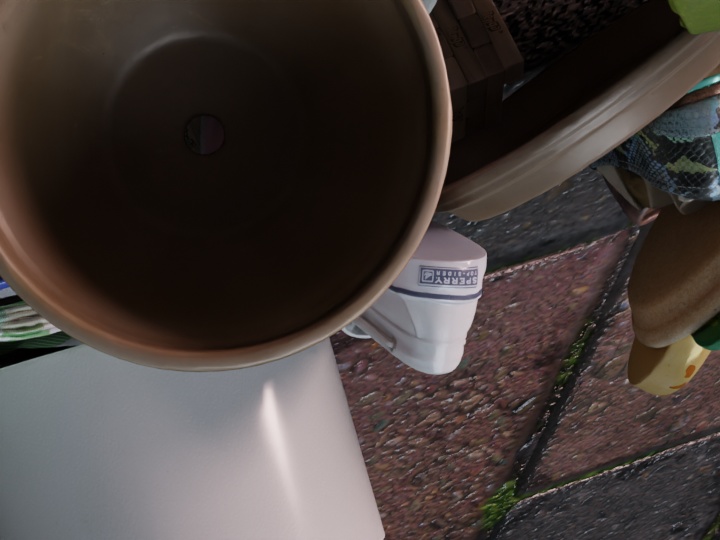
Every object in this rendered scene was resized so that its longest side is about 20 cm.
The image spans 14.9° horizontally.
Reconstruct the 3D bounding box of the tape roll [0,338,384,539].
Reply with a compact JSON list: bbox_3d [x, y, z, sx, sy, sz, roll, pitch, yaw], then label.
[{"bbox_3d":[-0.101,0.099,1.407,0.203,0.139,0.203,-16,178,0],"label":"tape roll"}]

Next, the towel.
[{"bbox_3d":[-0.179,0.035,1.318,0.200,0.023,0.153,-15,178,-36],"label":"towel"}]

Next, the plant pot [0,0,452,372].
[{"bbox_3d":[-0.065,-0.060,1.124,0.201,0.201,0.093,-26,180,-1],"label":"plant pot"}]

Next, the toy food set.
[{"bbox_3d":[0.205,-0.034,1.396,0.200,0.049,0.198,-58,-170,-28],"label":"toy food set"}]

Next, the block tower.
[{"bbox_3d":[-0.022,-0.073,1.335,0.200,0.054,0.058,-21,155,-10],"label":"block tower"}]

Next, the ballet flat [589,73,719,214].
[{"bbox_3d":[0.151,-0.061,1.408,0.074,0.074,0.200,-24,-174,-5],"label":"ballet flat"}]

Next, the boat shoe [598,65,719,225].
[{"bbox_3d":[0.225,-0.088,1.523,0.200,0.072,0.072,-27,155,-1],"label":"boat shoe"}]

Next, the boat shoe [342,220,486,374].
[{"bbox_3d":[0.000,0.000,1.354,0.074,0.200,0.065,2,104,-18],"label":"boat shoe"}]

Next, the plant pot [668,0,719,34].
[{"bbox_3d":[0.213,-0.191,1.215,0.190,0.200,0.200,-18,157,12],"label":"plant pot"}]

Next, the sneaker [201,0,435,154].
[{"bbox_3d":[-0.022,-0.105,1.234,0.075,0.105,0.200,17,102,-14],"label":"sneaker"}]

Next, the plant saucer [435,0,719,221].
[{"bbox_3d":[0.113,-0.085,1.350,0.200,0.029,0.200,-36,-171,6],"label":"plant saucer"}]

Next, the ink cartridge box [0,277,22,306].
[{"bbox_3d":[-0.174,0.000,1.261,0.119,0.042,0.200,-15,179,-23],"label":"ink cartridge box"}]
